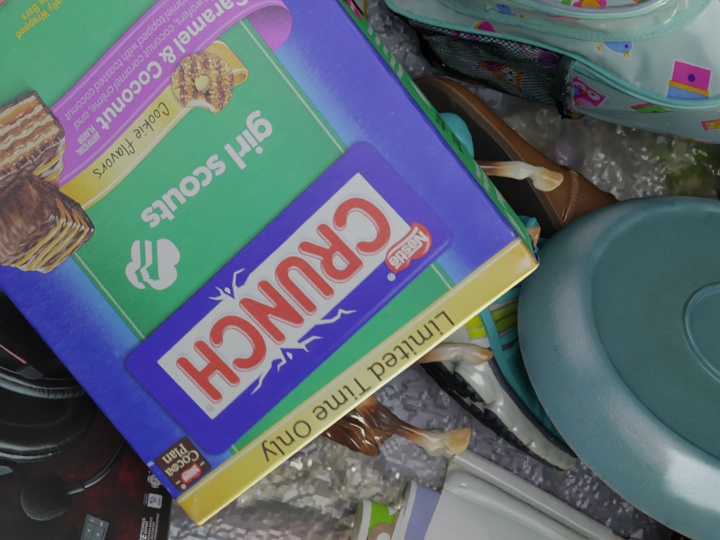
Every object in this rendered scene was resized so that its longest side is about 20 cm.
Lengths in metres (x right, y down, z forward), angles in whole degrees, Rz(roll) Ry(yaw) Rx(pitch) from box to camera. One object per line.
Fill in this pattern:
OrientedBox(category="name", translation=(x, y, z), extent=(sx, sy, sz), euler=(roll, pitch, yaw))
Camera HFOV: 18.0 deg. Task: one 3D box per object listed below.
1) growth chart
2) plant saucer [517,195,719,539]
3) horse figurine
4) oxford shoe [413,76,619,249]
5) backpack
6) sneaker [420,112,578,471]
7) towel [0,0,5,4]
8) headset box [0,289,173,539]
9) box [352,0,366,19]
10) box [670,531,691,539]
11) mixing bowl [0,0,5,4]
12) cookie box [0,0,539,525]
OrientedBox(category="growth chart", translation=(0.039, 0.169, 1.047), extent=(0.144, 0.018, 0.200), euler=(34, 58, -7))
OrientedBox(category="plant saucer", translation=(0.166, 0.037, 0.989), extent=(0.199, 0.027, 0.201), euler=(13, 45, -13))
OrientedBox(category="horse figurine", translation=(0.000, 0.000, 0.945), extent=(0.132, 0.050, 0.201), euler=(17, 121, -1))
OrientedBox(category="oxford shoe", translation=(0.093, -0.021, 1.086), extent=(0.200, 0.071, 0.071), euler=(47, 50, -5))
OrientedBox(category="backpack", translation=(0.126, -0.154, 1.014), extent=(0.199, 0.153, 0.177), euler=(23, 82, 11))
OrientedBox(category="sneaker", translation=(0.060, 0.015, 1.031), extent=(0.080, 0.077, 0.200), euler=(-40, 125, -9))
OrientedBox(category="towel", translation=(-0.174, -0.088, 1.032), extent=(0.148, 0.036, 0.201), euler=(-28, 96, -12))
OrientedBox(category="headset box", translation=(-0.176, 0.064, 0.941), extent=(0.199, 0.075, 0.149), euler=(11, 65, -10))
OrientedBox(category="box", translation=(-0.043, -0.040, 1.034), extent=(0.070, 0.064, 0.201), euler=(3, 86, -51))
OrientedBox(category="box", translation=(0.250, 0.177, 1.023), extent=(0.199, 0.166, 0.165), euler=(1, 131, -12))
OrientedBox(category="mixing bowl", translation=(-0.137, -0.112, 0.966), extent=(0.199, 0.108, 0.201), euler=(0, 92, -13))
OrientedBox(category="cookie box", translation=(-0.057, -0.035, 0.868), extent=(0.171, 0.075, 0.200), euler=(-38, 97, 10))
